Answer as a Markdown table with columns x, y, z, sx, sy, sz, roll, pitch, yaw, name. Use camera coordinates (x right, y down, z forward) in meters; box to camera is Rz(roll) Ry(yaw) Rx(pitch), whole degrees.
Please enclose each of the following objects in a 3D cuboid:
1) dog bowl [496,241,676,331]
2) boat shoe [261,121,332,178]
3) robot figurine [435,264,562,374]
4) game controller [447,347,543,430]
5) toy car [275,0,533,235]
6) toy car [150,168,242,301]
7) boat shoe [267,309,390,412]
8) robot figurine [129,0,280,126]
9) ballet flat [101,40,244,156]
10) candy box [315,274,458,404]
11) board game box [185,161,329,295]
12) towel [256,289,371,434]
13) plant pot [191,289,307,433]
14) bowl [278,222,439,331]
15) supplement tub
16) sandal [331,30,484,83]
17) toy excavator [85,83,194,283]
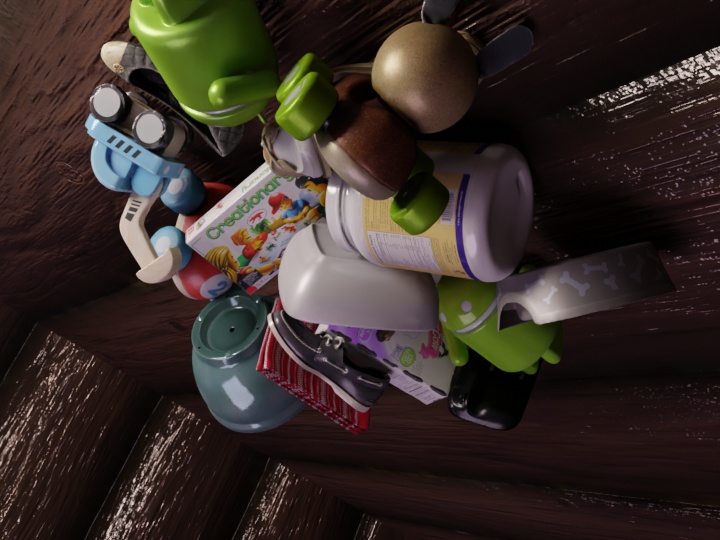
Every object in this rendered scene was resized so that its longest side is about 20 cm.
| x | y | z | sx | sy | sz | roll | pitch | yaw | name |
| --- | --- | --- | --- | --- | --- | --- | --- | --- | --- |
| 0.242 | 0.017 | 0.905 | 0.197 | 0.059 | 0.200 | -14 | 176 | -1 | dog bowl |
| -0.074 | -0.133 | 0.909 | 0.067 | 0.076 | 0.200 | -13 | -175 | -6 | boat shoe |
| 0.183 | 0.056 | 1.092 | 0.199 | 0.117 | 0.175 | 36 | 137 | -21 | robot figurine |
| 0.198 | 0.139 | 1.155 | 0.103 | 0.201 | 0.042 | 20 | 138 | 14 | game controller |
| 0.048 | -0.167 | 0.723 | 0.164 | 0.200 | 0.158 | 38 | -163 | -20 | toy car |
| -0.168 | -0.047 | 1.183 | 0.197 | 0.179 | 0.184 | -2 | 157 | 25 | toy car |
| -0.040 | 0.109 | 1.100 | 0.200 | 0.063 | 0.073 | 43 | -164 | -21 | boat shoe |
| -0.151 | -0.227 | 0.814 | 0.175 | 0.116 | 0.201 | 39 | 166 | 30 | robot figurine |
| -0.232 | -0.216 | 1.010 | 0.199 | 0.057 | 0.066 | 32 | 155 | -14 | ballet flat |
| 0.058 | 0.068 | 1.171 | 0.198 | 0.169 | 0.072 | 30 | 154 | -10 | candy box |
| -0.118 | -0.068 | 1.082 | 0.199 | 0.035 | 0.126 | -38 | 126 | 16 | board game box |
| -0.053 | 0.128 | 1.160 | 0.199 | 0.146 | 0.022 | 37 | 135 | -28 | towel |
| -0.165 | 0.114 | 1.189 | 0.198 | 0.202 | 0.135 | 10 | 147 | 30 | plant pot |
| 0.000 | 0.000 | 1.021 | 0.197 | 0.076 | 0.200 | 7 | -160 | -11 | bowl |
| 0.075 | -0.070 | 0.900 | 0.198 | 0.147 | 0.146 | 9 | 152 | 33 | supplement tub |
| 0.038 | -0.191 | 0.810 | 0.198 | 0.054 | 0.081 | -13 | 127 | 33 | sandal |
| -0.288 | -0.111 | 1.063 | 0.193 | 0.202 | 0.100 | 31 | -171 | 4 | toy excavator |
